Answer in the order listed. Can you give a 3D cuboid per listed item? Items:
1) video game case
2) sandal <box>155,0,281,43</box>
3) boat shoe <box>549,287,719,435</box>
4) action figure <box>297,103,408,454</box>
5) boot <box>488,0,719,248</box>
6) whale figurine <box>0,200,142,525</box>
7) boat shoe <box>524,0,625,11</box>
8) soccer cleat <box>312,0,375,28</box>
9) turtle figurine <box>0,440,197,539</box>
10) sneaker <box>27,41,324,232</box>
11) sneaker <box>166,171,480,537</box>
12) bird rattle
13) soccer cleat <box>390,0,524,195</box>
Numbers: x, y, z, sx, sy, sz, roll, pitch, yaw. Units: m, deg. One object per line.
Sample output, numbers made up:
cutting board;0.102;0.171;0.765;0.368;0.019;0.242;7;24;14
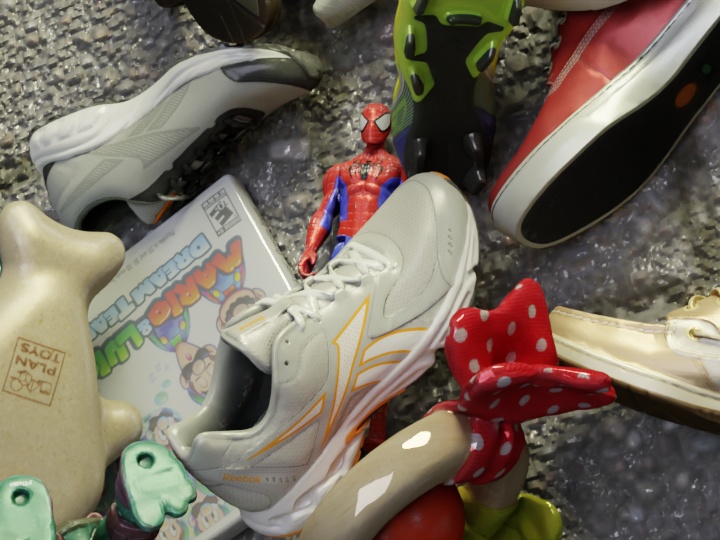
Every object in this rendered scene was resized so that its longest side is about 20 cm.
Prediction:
video game case;-0.111;0.073;0.936;0.199;0.024;0.183;-36;65;12
sandal;-0.085;-0.183;0.937;0.054;0.200;0.082;-23;109;-17
boat shoe;0.184;0.044;0.786;0.198;0.074;0.070;16;81;18
action figure;0.000;0.000;0.882;0.065;0.052;0.202;0;67;16
boot;0.114;-0.121;0.862;0.200;0.072;0.144;-49;57;5
whale figurine;-0.200;0.066;0.905;0.104;0.158;0.202;-8;66;64
boat shoe;0.081;-0.177;0.824;0.199;0.071;0.071;1;71;42
soccer cleat;-0.050;-0.228;0.960;0.086;0.070;0.200;-44;63;10
turtle figurine;-0.137;0.170;0.817;0.149;0.201;0.101;-31;59;-29
sneaker;-0.104;-0.077;0.952;0.199;0.074;0.080;-23;78;24
sneaker;-0.018;0.031;0.789;0.075;0.092;0.201;23;79;50
bird rattle;0.043;0.108;0.761;0.162;0.201;0.113;-31;68;-21
soccer cleat;0.044;-0.122;0.828;0.064;0.201;0.084;-4;53;-6
